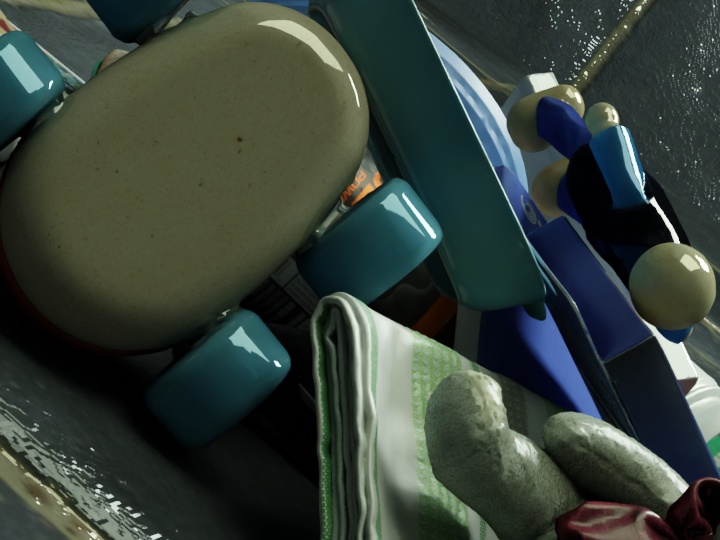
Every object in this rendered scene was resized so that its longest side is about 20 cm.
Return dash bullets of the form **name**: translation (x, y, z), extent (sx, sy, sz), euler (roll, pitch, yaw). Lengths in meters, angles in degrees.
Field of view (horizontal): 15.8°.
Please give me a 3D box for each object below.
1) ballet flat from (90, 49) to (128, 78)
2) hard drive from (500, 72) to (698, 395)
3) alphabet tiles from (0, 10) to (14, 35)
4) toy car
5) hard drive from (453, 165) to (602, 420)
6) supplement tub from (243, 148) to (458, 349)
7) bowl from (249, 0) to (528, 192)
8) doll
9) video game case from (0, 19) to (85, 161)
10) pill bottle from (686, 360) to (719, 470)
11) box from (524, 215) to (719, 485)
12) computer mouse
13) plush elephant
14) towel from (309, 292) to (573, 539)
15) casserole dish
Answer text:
- **ballet flat**: translation (-0.114, -0.072, 1.355), extent (0.067, 0.069, 0.200), euler (-5, 18, 6)
- **hard drive**: translation (0.110, 0.011, 1.442), extent (0.027, 0.132, 0.201), euler (-7, 59, -29)
- **alphabet tiles**: translation (-0.235, -0.150, 1.339), extent (0.166, 0.006, 0.200), euler (31, 13, -39)
- **toy car**: translation (-0.094, -0.030, 1.164), extent (0.185, 0.177, 0.200), euler (51, -19, -4)
- **hard drive**: translation (0.087, 0.057, 1.266), extent (0.132, 0.025, 0.201), euler (55, 25, -29)
- **supplement tub**: translation (0.000, 0.000, 1.328), extent (0.200, 0.107, 0.107), euler (43, 11, -7)
- **bowl**: translation (-0.008, -0.056, 1.394), extent (0.200, 0.201, 0.039), euler (39, 50, 1)
- **doll**: translation (0.127, -0.022, 1.247), extent (0.200, 0.048, 0.137), euler (-122, -172, -66)
- **video game case**: translation (-0.226, -0.128, 1.357), extent (0.182, 0.023, 0.200), euler (39, 10, 1)
- **pill bottle**: translation (0.218, 0.145, 1.452), extent (0.200, 0.113, 0.113), euler (43, 12, 26)
- **box**: translation (0.126, 0.057, 1.203), extent (0.201, 0.032, 0.121), euler (61, -1, -32)
- **computer mouse**: translation (0.016, 0.082, 1.230), extent (0.200, 0.046, 0.140), euler (42, 13, 17)
- **plush elephant**: translation (0.139, 0.130, 1.051), extent (0.200, 0.154, 0.166), euler (34, 46, -48)
- **towel**: translation (0.050, 0.103, 1.099), extent (0.200, 0.031, 0.150), euler (26, 55, -49)
- **casserole dish**: translation (0.026, -0.060, 1.178), extent (0.201, 0.039, 0.121), euler (64, -4, -7)
